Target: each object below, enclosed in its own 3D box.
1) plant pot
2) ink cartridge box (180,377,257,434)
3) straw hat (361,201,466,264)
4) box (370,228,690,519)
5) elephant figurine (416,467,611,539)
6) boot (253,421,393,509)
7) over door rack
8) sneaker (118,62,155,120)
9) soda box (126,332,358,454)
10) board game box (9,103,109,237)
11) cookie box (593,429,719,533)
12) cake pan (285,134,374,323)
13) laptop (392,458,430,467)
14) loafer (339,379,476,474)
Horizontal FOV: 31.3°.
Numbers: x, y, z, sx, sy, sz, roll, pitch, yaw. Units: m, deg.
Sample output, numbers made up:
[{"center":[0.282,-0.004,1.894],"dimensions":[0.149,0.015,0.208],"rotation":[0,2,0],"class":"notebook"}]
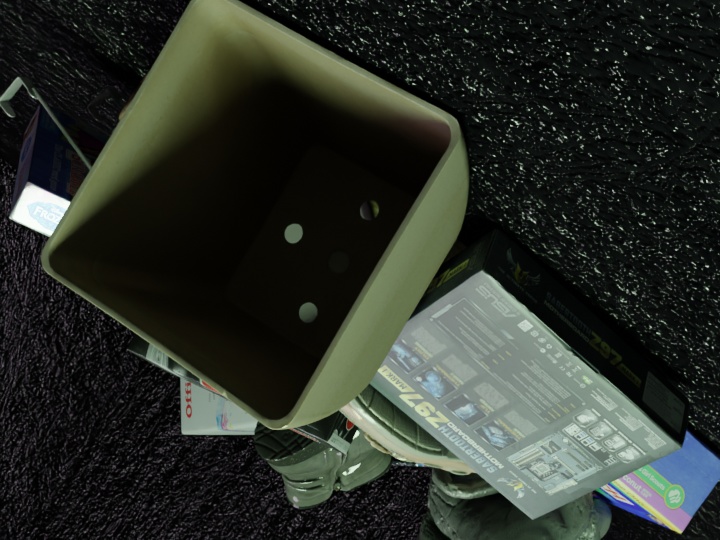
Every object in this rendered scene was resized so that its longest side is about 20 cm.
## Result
[{"center":[-0.041,-0.024,0.824],"dimensions":[0.199,0.201,0.177],"rotation":[31,179,23],"class":"plant pot"},{"center":[-0.071,0.085,1.271],"dimensions":[0.144,0.147,0.199],"rotation":[5,169,-39],"class":"ink cartridge box"},{"center":[0.014,0.035,1.024],"dimensions":[0.199,0.086,0.202],"rotation":[19,153,10],"class":"straw hat"},{"center":[0.112,0.081,0.926],"dimensions":[0.200,0.051,0.157],"rotation":[40,133,-13],"class":"box"},{"center":[0.106,0.215,1.132],"dimensions":[0.199,0.142,0.155],"rotation":[25,173,33],"class":"elephant figurine"},{"center":[0.008,0.142,1.152],"dimensions":[0.131,0.198,0.068],"rotation":[61,-172,-56],"class":"boot"},{"center":[-0.209,-0.117,1.170],"dimensions":[0.200,0.067,0.147],"rotation":[40,-162,18],"class":"over door rack"},{"center":[-0.128,-0.110,1.032],"dimensions":[0.112,0.071,0.200],"rotation":[40,178,-3],"class":"sneaker"},{"center":[-0.092,0.083,1.082],"dimensions":[0.198,0.064,0.071],"rotation":[22,170,20],"class":"soda box"},{"center":[-0.219,-0.062,1.189],"dimensions":[0.198,0.041,0.200],"rotation":[26,-161,-22],"class":"board game box"},{"center":[0.184,0.128,1.100],"dimensions":[0.171,0.075,0.200],"rotation":[40,169,-18],"class":"cookie box"},{"center":[-0.073,-0.020,0.977],"dimensions":[0.199,0.202,0.037],"rotation":[33,-161,15],"class":"cake pan"},{"center":[0.134,0.206,1.324],"dimensions":[0.198,0.105,0.177],"rotation":[0,-163,18],"class":"laptop"},{"center":[0.044,0.125,1.010],"dimensions":[0.199,0.073,0.063],"rotation":[25,138,-36],"class":"loafer"}]
